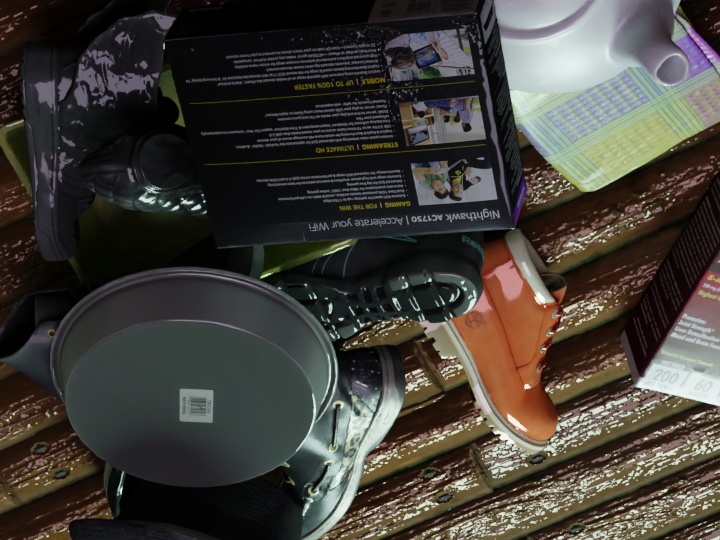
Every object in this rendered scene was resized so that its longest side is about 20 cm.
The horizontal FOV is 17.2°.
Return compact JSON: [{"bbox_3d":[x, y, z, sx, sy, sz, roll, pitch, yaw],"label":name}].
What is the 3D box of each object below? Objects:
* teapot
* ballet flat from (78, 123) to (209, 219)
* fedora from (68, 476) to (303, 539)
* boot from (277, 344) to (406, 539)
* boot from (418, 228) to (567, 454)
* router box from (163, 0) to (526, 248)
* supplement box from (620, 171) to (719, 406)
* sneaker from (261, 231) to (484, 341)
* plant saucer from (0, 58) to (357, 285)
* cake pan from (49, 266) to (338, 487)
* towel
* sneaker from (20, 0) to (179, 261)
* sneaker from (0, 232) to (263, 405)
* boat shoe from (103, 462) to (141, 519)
[{"bbox_3d":[0.105,-0.204,1.466,0.198,0.146,0.199,-5,93,18],"label":"teapot"},{"bbox_3d":[-0.104,-0.064,1.556,0.056,0.067,0.199,0,174,35],"label":"ballet flat"},{"bbox_3d":[-0.111,0.193,1.740,0.199,0.092,0.201,17,156,8],"label":"fedora"},{"bbox_3d":[-0.069,0.126,1.783,0.153,0.074,0.204,5,135,-27],"label":"boot"},{"bbox_3d":[0.120,0.055,1.780,0.107,0.075,0.201,-28,128,7],"label":"boot"},{"bbox_3d":[-0.008,-0.094,1.457,0.198,0.051,0.150,-3,121,16],"label":"router box"},{"bbox_3d":[0.288,0.008,1.775,0.108,0.061,0.201,13,125,-19],"label":"supplement box"},{"bbox_3d":[0.000,0.000,1.716,0.198,0.080,0.076,-5,140,22],"label":"sneaker"},{"bbox_3d":[-0.123,-0.072,1.645,0.198,0.048,0.200,-20,130,7],"label":"plant saucer"},{"bbox_3d":[-0.114,0.079,1.622,0.198,0.037,0.201,0,135,0],"label":"cake pan"},{"bbox_3d":[0.180,-0.119,1.626,0.143,0.023,0.200,-28,153,16],"label":"towel"},{"bbox_3d":[-0.166,-0.091,1.551,0.103,0.060,0.201,-3,128,-3],"label":"sneaker"},{"bbox_3d":[-0.160,0.029,1.640,0.106,0.075,0.200,30,121,-33],"label":"sneaker"},{"bbox_3d":[-0.146,0.118,1.794,0.068,0.057,0.201,10,128,-17],"label":"boat shoe"}]
